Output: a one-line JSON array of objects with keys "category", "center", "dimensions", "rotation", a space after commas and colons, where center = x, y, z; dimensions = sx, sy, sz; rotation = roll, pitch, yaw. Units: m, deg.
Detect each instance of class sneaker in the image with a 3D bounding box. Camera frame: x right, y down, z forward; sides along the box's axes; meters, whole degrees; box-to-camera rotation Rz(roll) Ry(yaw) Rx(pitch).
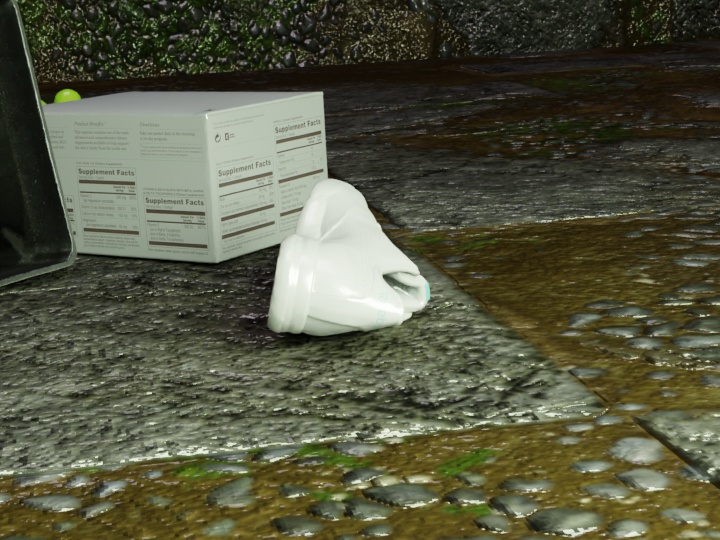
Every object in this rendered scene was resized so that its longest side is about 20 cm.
[{"category": "sneaker", "center": [0.000, 0.000, 0.922], "dimensions": [0.088, 0.076, 0.200], "rotation": [10, 18, 2]}]

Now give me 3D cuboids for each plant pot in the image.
[{"category": "plant pot", "center": [-0.342, -0.072, 1.055], "dimensions": [0.176, 0.201, 0.200], "rotation": [-9, 7, 31]}]

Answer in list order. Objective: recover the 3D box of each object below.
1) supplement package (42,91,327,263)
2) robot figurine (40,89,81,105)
[{"category": "supplement package", "center": [-0.148, -0.079, 1.202], "dimensions": [0.199, 0.112, 0.155], "rotation": [5, 14, 32]}, {"category": "robot figurine", "center": [-0.327, -0.107, 1.368], "dimensions": [0.174, 0.117, 0.200], "rotation": [-6, 12, -26]}]
